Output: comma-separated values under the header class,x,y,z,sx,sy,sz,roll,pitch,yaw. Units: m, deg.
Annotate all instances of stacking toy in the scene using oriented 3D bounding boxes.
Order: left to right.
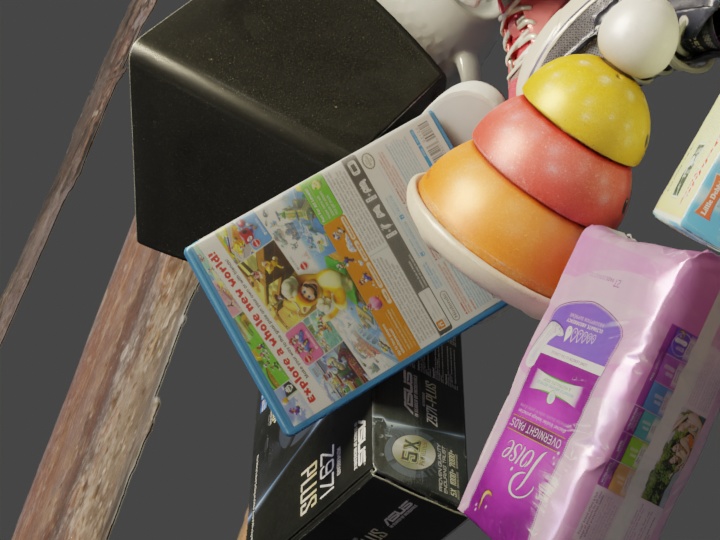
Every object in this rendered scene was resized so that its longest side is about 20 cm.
class,x,y,z,sx,sy,sz,roll,pitch,yaw
stacking toy,0.133,-0.082,0.909,0.201,0.145,0.147,-57,24,21

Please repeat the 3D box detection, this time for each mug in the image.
class,x,y,z,sx,sy,sz,roll,pitch,yaw
mug,0.046,-0.185,1.240,0.175,0.146,0.202,-33,68,45

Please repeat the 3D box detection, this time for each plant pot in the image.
class,x,y,z,sx,sy,sz,roll,pitch,yaw
plant pot,-0.045,-0.104,1.124,0.200,0.176,0.201,-46,-25,-38

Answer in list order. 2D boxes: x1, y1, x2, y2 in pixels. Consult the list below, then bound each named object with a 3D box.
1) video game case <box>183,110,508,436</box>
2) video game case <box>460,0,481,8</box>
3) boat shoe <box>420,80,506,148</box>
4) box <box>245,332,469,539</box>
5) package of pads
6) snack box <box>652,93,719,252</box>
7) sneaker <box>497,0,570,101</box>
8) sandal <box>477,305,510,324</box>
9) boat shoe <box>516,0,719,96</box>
class,x,y,z,sx,sy,sz,roll,pitch,yaw
video game case,0.000,0.000,0.991,0.199,0.144,0.018,-30,-1,-14
video game case,0.141,-0.303,1.056,0.201,0.023,0.182,-58,3,33
boat shoe,0.073,-0.073,1.087,0.066,0.071,0.201,-55,-15,-39
box,-0.004,0.124,1.070,0.164,0.085,0.202,-44,30,36
package of pads,0.140,0.078,0.832,0.202,0.075,0.120,-65,22,-2
snack box,0.234,-0.107,0.818,0.202,0.037,0.116,-61,-1,7
sneaker,0.127,-0.177,1.076,0.074,0.086,0.202,-36,26,47
sandal,0.120,-0.053,1.036,0.204,0.049,0.083,-55,25,18
boat shoe,0.189,-0.152,0.940,0.200,0.074,0.093,-44,32,16
